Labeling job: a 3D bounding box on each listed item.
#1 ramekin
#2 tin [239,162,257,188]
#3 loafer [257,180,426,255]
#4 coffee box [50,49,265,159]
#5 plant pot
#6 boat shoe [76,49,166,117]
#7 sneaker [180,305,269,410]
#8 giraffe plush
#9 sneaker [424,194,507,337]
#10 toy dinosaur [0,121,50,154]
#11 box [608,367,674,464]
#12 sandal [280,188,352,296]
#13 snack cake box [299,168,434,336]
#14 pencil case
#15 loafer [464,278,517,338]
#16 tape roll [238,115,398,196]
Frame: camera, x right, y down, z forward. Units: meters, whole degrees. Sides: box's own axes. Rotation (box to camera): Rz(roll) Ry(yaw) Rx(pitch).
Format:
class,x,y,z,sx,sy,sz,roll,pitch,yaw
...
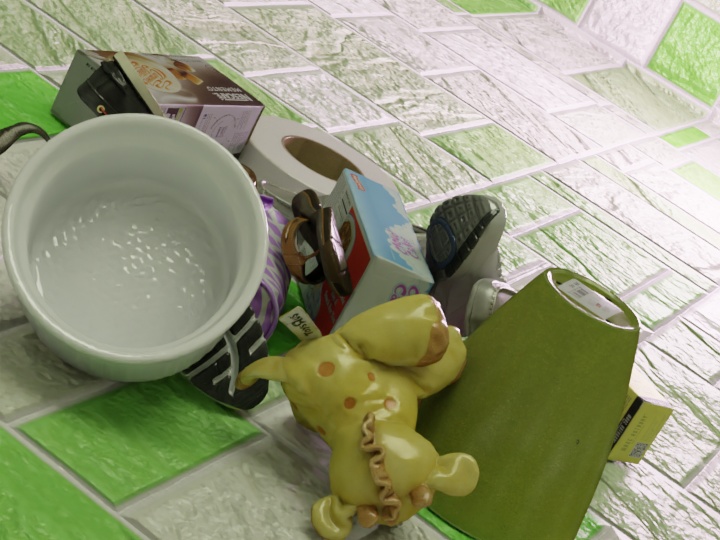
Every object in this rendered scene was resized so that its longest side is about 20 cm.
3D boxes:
class,x,y,z,sx,sy,sz,roll,pitch,yaw
ramekin,-0.176,-0.011,1.308,0.200,0.201,0.098,28,-24,0
tin,-0.190,-0.077,1.546,0.199,0.042,0.112,6,18,13
loafer,-0.020,-0.052,1.748,0.199,0.070,0.070,22,21,-17
coffee box,-0.211,-0.171,1.789,0.114,0.080,0.200,39,23,25
plant pot,0.147,0.105,1.431,0.186,0.201,0.187,24,21,-10
boat shoe,-0.208,-0.129,1.645,0.074,0.063,0.202,51,-3,40
sneaker,-0.147,0.036,1.401,0.200,0.078,0.090,49,-16,9
giraffe plush,0.015,0.125,1.313,0.200,0.172,0.163,21,40,-55
sneaker,0.100,-0.003,1.577,0.087,0.200,0.075,1,56,-18
toy dinosaur,-0.376,-0.123,1.507,0.199,0.077,0.103,26,32,-21
box,0.230,0.106,1.718,0.050,0.076,0.200,14,24,-39
sandal,-0.047,-0.025,1.524,0.054,0.082,0.200,-18,21,-6
snack cake box,0.000,0.000,1.607,0.067,0.115,0.200,23,21,-20
pencil case,-0.102,0.001,1.519,0.083,0.086,0.200,17,22,-6
loafer,0.150,0.055,1.557,0.069,0.070,0.200,11,-10,26
tape roll,-0.049,-0.110,1.917,0.202,0.037,0.203,24,21,-10
